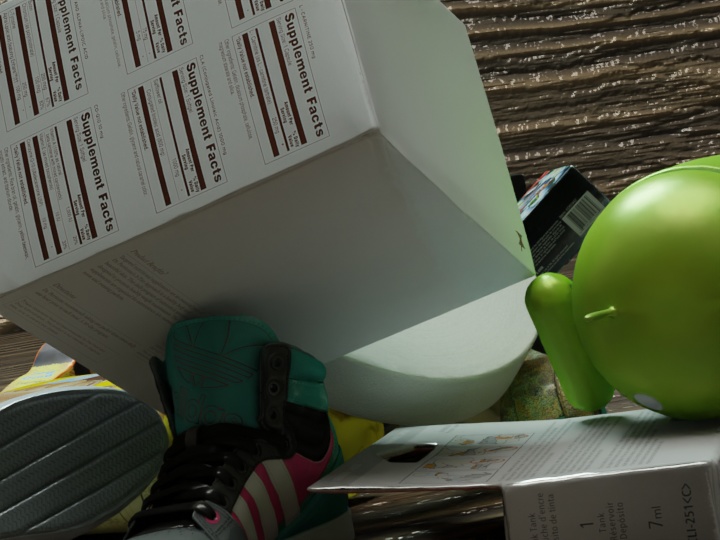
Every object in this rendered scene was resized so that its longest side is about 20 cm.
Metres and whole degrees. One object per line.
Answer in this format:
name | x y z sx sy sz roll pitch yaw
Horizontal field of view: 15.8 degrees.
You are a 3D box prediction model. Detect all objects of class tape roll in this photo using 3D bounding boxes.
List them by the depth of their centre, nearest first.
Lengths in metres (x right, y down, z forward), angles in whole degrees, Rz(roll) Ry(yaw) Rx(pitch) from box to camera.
tape roll | 0.000 0.000 1.379 0.202 0.037 0.203 18 35 -13

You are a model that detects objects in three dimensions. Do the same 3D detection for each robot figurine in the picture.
robot figurine | 0.167 0.006 1.217 0.174 0.116 0.200 -11 2 21

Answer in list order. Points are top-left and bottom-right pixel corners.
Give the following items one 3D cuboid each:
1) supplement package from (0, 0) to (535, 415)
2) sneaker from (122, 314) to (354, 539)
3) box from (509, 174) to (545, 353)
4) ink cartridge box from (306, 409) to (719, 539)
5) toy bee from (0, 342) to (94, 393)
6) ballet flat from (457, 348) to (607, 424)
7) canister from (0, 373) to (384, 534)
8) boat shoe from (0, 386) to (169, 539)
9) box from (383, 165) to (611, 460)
supplement package | -0.057 -0.053 1.206 0.199 0.148 0.191 -23 -27 17
sneaker | -0.068 0.082 1.153 0.083 0.122 0.200 -7 4 26
box | 0.015 0.024 1.747 0.124 0.150 0.199 -7 3 45
ink cartridge box | 0.084 0.098 1.178 0.175 0.045 0.200 -6 3 13
toy bee | -0.195 0.081 1.651 0.130 0.109 0.200 -10 3 7
ballet flat | 0.085 0.075 1.465 0.070 0.071 0.200 -8 3 -7
canister | -0.110 0.094 1.398 0.199 0.087 0.148 -8 4 37
boat shoe | -0.191 0.110 1.265 0.199 0.074 0.067 -20 -3 -26
box | 0.062 0.025 1.524 0.200 0.040 0.137 -47 2 -2
